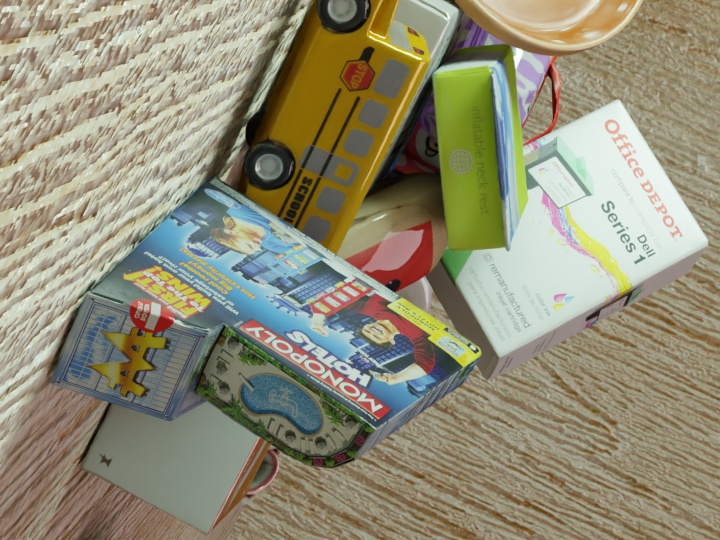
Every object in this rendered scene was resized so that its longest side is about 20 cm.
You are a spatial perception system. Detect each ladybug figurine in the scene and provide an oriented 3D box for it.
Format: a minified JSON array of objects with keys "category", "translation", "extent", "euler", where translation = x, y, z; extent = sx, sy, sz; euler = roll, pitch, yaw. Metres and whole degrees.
[{"category":"ladybug figurine","translation":[-0.019,-0.009,1.223],"extent":[0.199,0.072,0.136],"euler":[-22,-172,-18]}]

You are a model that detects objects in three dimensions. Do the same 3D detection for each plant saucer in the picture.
[{"category":"plant saucer","translation":[0.118,-0.245,1.208],"extent":[0.032,0.200,0.201],"euler":[-22,-146,56]}]

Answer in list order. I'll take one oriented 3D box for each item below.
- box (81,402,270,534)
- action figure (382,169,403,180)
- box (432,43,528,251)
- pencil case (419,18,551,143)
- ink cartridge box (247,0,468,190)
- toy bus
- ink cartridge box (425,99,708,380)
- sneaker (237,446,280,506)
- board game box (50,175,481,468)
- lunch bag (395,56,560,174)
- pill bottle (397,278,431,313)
[{"category":"box","translation":[-0.106,0.095,1.219],"extent":[0.125,0.097,0.200],"euler":[-62,177,2]},{"category":"action figure","translation":[0.055,-0.066,1.566],"extent":[0.069,0.200,0.130],"euler":[-49,-175,22]},{"category":"box","translation":[0.085,-0.088,1.212],"extent":[0.200,0.047,0.122],"euler":[-54,138,-75]},{"category":"pencil case","translation":[0.113,-0.187,1.387],"extent":[0.201,0.084,0.086],"euler":[-70,156,-18]},{"category":"ink cartridge box","translation":[0.005,-0.134,1.202],"extent":[0.146,0.084,0.200],"euler":[-63,178,14]},{"category":"toy bus","translation":[-0.018,-0.098,1.055],"extent":[0.065,0.078,0.200],"euler":[-97,-149,-65]},{"category":"ink cartridge box","translation":[0.155,-0.026,1.403],"extent":[0.200,0.145,0.084],"euler":[-27,167,-11]},{"category":"sneaker","translation":[-0.123,0.162,1.505],"extent":[0.076,0.104,0.200],"euler":[-64,178,-7]},{"category":"board game box","translation":[-0.063,0.039,0.945],"extent":[0.200,0.200,0.062],"euler":[-27,146,-60]},{"category":"lunch bag","translation":[0.089,-0.169,1.473],"extent":[0.200,0.176,0.082],"euler":[-62,177,-8]},{"category":"pill bottle","translation":[0.009,-0.027,1.641],"extent":[0.200,0.109,0.110],"euler":[-92,-156,-56]}]
